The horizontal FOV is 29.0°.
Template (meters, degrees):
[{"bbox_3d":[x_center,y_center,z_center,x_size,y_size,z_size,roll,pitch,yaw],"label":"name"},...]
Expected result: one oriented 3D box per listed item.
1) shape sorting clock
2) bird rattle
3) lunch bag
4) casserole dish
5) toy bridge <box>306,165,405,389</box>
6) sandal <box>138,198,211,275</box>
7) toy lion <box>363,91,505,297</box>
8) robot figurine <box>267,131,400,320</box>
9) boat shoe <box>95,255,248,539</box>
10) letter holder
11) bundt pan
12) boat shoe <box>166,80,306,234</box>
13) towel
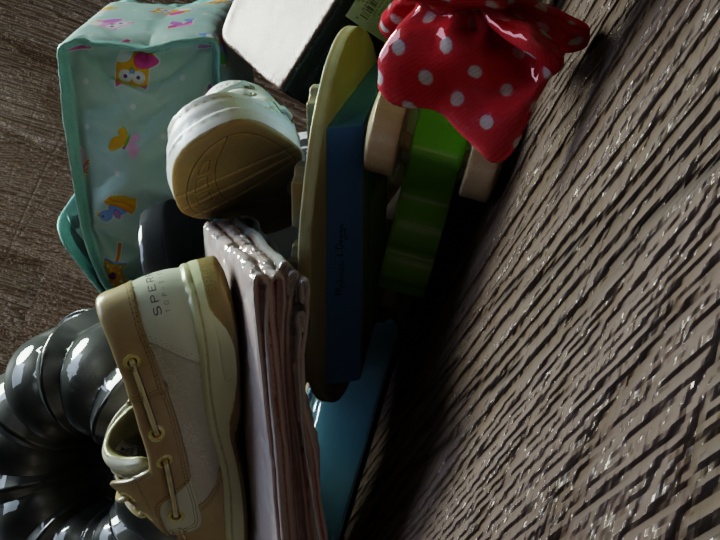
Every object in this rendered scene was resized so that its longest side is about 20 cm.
[{"bbox_3d":[-0.011,-0.030,0.751,0.200,0.039,0.202,3,-90,-84],"label":"shape sorting clock"},{"bbox_3d":[0.041,-0.146,0.509,0.113,0.163,0.200,-52,6,-25],"label":"bird rattle"},{"bbox_3d":[-0.129,-0.070,0.921,0.171,0.121,0.201,-86,-5,-69],"label":"lunch bag"},{"bbox_3d":[-0.025,0.117,0.855,0.121,0.039,0.201,118,170,-65],"label":"casserole dish"},{"bbox_3d":[0.000,0.000,0.935,0.067,0.027,0.201,-123,46,-56],"label":"toy bridge"},{"bbox_3d":[-0.070,0.005,0.830,0.200,0.043,0.077,32,-139,-61],"label":"sandal"},{"bbox_3d":[0.048,-0.091,0.749,0.192,0.068,0.201,94,-170,-77],"label":"toy lion"},{"bbox_3d":[-0.044,-0.005,1.047,0.125,0.149,0.201,18,-88,-81],"label":"robot figurine"},{"bbox_3d":[-0.092,0.082,0.673,0.074,0.066,0.201,-114,20,-54],"label":"boat shoe"},{"bbox_3d":[0.001,-0.205,0.843,0.142,0.100,0.201,43,104,41],"label":"letter holder"},{"bbox_3d":[-0.155,0.121,0.837,0.076,0.201,0.203,-16,-48,-57],"label":"bundt pan"},{"bbox_3d":[-0.069,-0.069,0.757,0.200,0.070,0.070,50,-163,-79],"label":"boat shoe"},{"bbox_3d":[-0.045,0.077,0.682,0.200,0.032,0.193,-142,46,-75],"label":"towel"}]
